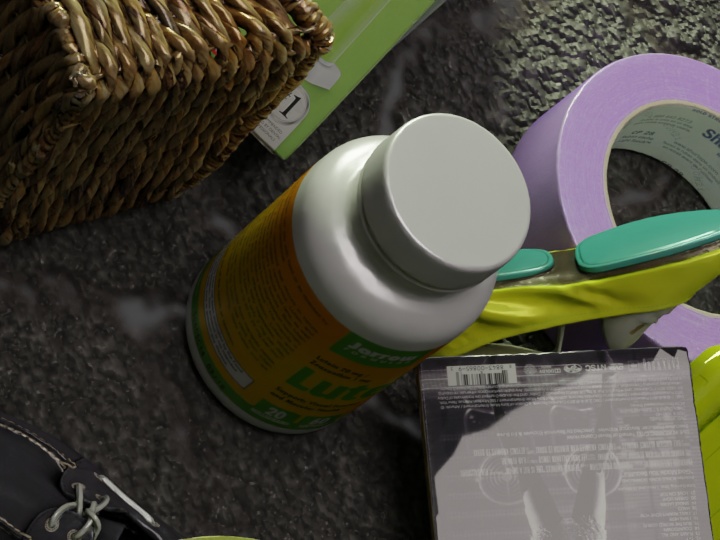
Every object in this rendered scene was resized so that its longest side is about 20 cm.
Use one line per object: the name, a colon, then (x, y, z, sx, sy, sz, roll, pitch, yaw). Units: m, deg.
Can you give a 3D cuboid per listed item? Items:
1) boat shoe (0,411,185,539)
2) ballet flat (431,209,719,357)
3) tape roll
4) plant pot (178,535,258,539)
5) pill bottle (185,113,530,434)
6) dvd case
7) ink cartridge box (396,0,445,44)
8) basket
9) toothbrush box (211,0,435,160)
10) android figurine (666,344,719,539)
boat shoe: (-0.127, 0.123, 1.192, 0.200, 0.063, 0.073, 38, 54, -11)
ballet flat: (0.116, 0.015, 1.340, 0.067, 0.199, 0.067, -79, 157, -69)
tape roll: (0.183, -0.024, 1.448, 0.199, 0.066, 0.201, 13, 63, -26)
plant pot: (-0.092, 0.240, 1.078, 0.199, 0.193, 0.201, 13, 62, -26)
pill bottle: (0.000, 0.000, 1.240, 0.111, 0.200, 0.112, 13, 62, -25)
dvd case: (0.110, 0.139, 1.273, 0.148, 0.016, 0.201, -2, 69, -8)
ink cartridge box: (-0.007, -0.249, 1.425, 0.200, 0.084, 0.145, 44, 53, -7)
basket: (-0.134, -0.118, 1.216, 0.148, 0.200, 0.143, -16, 76, -33)
toothbrush box: (-0.024, -0.183, 1.315, 0.146, 0.200, 0.086, 42, 9, -7)
android figurine: (0.215, 0.128, 1.372, 0.200, 0.041, 0.183, -35, 114, -27)
